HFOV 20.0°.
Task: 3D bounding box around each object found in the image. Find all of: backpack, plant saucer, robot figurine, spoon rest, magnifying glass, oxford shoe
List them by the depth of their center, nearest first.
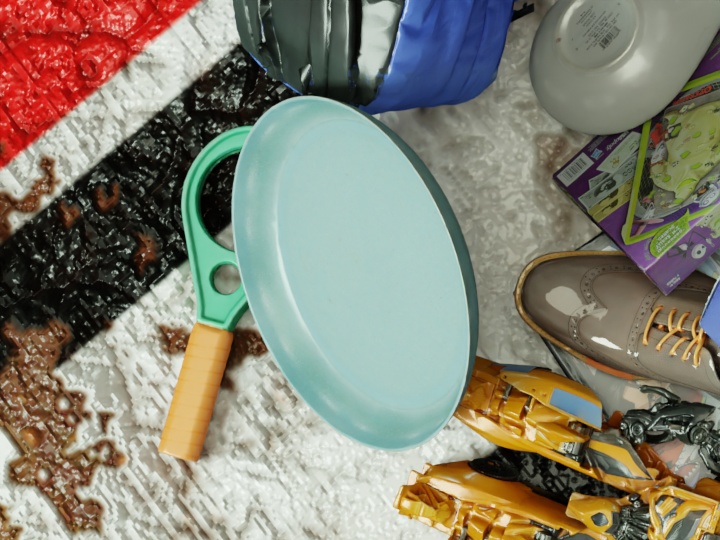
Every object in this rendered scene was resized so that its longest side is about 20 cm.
[{"bbox_3d":[0.178,0.030,1.105,0.199,0.073,0.072,15,87,12],"label":"oxford shoe"},{"bbox_3d":[0.000,0.000,1.114,0.027,0.200,0.201,-20,78,-35],"label":"plant saucer"},{"bbox_3d":[0.123,0.126,1.120,0.199,0.058,0.145,21,106,22],"label":"robot figurine"},{"bbox_3d":[0.028,-0.186,1.123,0.162,0.167,0.201,38,123,43],"label":"backpack"},{"bbox_3d":[0.178,-0.160,1.158,0.200,0.061,0.099,-46,57,12],"label":"spoon rest"},{"bbox_3d":[-0.081,0.013,1.204,0.079,0.022,0.201,15,88,11],"label":"magnifying glass"}]

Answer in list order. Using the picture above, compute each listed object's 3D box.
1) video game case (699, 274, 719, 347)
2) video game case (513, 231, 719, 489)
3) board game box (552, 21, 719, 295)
[{"bbox_3d":[0.303,0.057,1.034,0.181,0.046,0.200,-16,51,-32],"label":"video game case"},{"bbox_3d":[0.214,0.046,1.147,0.180,0.026,0.200,-34,80,5],"label":"video game case"},{"bbox_3d":[0.208,-0.087,1.123,0.200,0.120,0.032,-42,120,4],"label":"board game box"}]
